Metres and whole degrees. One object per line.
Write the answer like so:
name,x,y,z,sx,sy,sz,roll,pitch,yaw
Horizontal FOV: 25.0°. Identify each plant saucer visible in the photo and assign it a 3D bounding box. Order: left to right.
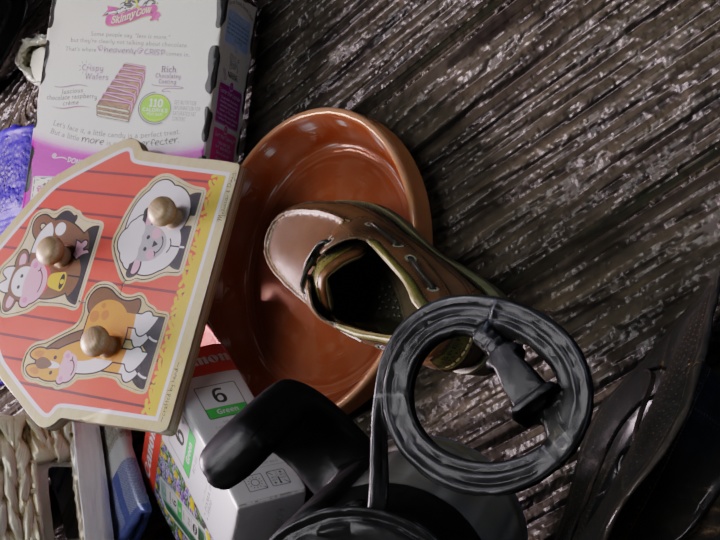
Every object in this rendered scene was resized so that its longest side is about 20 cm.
plant saucer,-0.026,-0.002,1.027,0.200,0.032,0.201,-13,72,46

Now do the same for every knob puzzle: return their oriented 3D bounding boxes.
knob puzzle,-0.180,0.004,1.048,0.219,0.030,0.221,-12,66,28

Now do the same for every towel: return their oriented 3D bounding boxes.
towel,-0.282,-0.011,1.268,0.148,0.049,0.201,-15,69,62
towel,-0.192,0.121,1.153,0.147,0.024,0.200,-60,41,43

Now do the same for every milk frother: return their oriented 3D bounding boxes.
milk frother,0.041,0.110,0.797,0.199,0.188,0.181,-25,90,12

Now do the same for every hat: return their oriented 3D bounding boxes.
hat,0.150,0.101,0.766,0.081,0.201,0.201,27,105,2

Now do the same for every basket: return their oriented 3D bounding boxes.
basket,-0.263,0.186,1.131,0.200,0.123,0.136,-40,55,55

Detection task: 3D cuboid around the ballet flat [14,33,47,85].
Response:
ballet flat,-0.200,-0.138,1.222,0.200,0.072,0.072,25,100,46

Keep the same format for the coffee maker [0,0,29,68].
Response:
coffee maker,-0.353,-0.221,1.318,0.200,0.134,0.193,-168,83,-66

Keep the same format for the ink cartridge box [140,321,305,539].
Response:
ink cartridge box,-0.104,0.111,1.042,0.200,0.050,0.109,55,144,39

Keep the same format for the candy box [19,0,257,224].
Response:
candy box,-0.154,-0.098,1.128,0.136,0.061,0.201,6,85,19

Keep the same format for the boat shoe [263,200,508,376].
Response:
boat shoe,0.000,0.000,0.925,0.200,0.068,0.072,22,99,47
